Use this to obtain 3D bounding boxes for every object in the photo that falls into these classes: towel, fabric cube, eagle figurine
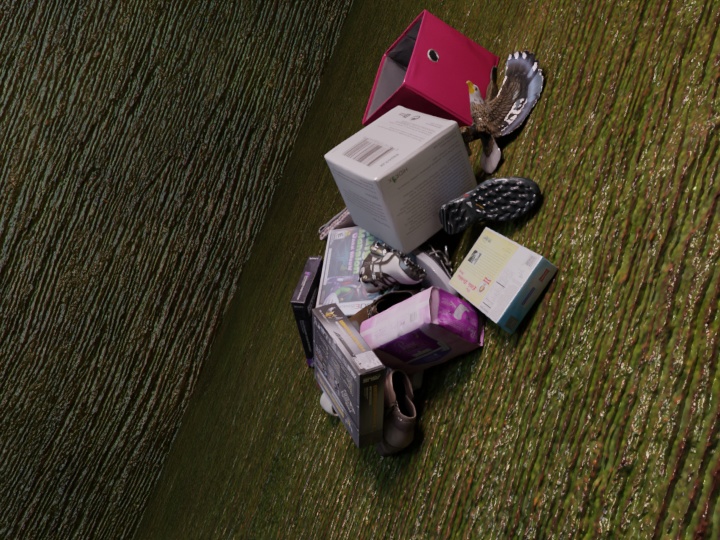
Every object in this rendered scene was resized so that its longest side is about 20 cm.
[{"bbox_3d":[0.027,-0.107,1.485,0.200,0.188,0.033,-33,60,57],"label":"towel"},{"bbox_3d":[0.150,-0.389,1.455,0.200,0.197,0.199,-27,42,62],"label":"fabric cube"},{"bbox_3d":[0.245,-0.302,1.260,0.200,0.152,0.151,-41,58,-16],"label":"eagle figurine"}]

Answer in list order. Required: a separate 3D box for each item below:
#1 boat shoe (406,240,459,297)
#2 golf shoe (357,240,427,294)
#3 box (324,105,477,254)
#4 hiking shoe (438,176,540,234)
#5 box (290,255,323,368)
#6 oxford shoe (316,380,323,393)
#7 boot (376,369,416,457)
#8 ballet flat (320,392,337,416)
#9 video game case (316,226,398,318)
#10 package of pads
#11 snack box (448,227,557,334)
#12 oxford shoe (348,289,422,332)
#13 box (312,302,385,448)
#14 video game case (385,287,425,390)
[{"bbox_3d":[0.135,-0.009,1.246,0.199,0.067,0.074,47,151,50],"label":"boat shoe"},{"bbox_3d":[0.053,0.010,1.217,0.095,0.077,0.200,-54,18,-3],"label":"golf shoe"},{"bbox_3d":[0.079,-0.175,1.265,0.199,0.173,0.199,-35,34,-15],"label":"box"},{"bbox_3d":[0.223,-0.122,1.138,0.198,0.075,0.086,-12,16,47],"label":"hiking shoe"},{"bbox_3d":[-0.097,0.091,1.443,0.144,0.035,0.202,-72,-20,-47],"label":"box"},{"bbox_3d":[-0.036,0.195,1.513,0.202,0.070,0.074,-61,-8,23],"label":"oxford shoe"},{"bbox_3d":[0.044,0.222,1.178,0.201,0.069,0.147,64,148,36],"label":"boot"},{"bbox_3d":[-0.024,0.225,1.436,0.202,0.069,0.070,-65,19,17],"label":"ballet flat"},{"bbox_3d":[0.000,0.000,1.363,0.179,0.023,0.203,-6,61,30],"label":"video game case"},{"bbox_3d":[0.097,0.104,1.114,0.199,0.119,0.077,-32,41,48],"label":"package of pads"},{"bbox_3d":[0.214,0.010,1.049,0.117,0.037,0.200,-56,20,6],"label":"snack box"},{"bbox_3d":[0.034,0.077,1.223,0.198,0.084,0.074,-28,60,29],"label":"oxford shoe"},{"bbox_3d":[-0.023,0.176,1.151,0.200,0.048,0.161,-132,35,-51],"label":"box"},{"bbox_3d":[0.078,0.147,1.298,0.181,0.023,0.203,-36,36,55],"label":"video game case"}]
